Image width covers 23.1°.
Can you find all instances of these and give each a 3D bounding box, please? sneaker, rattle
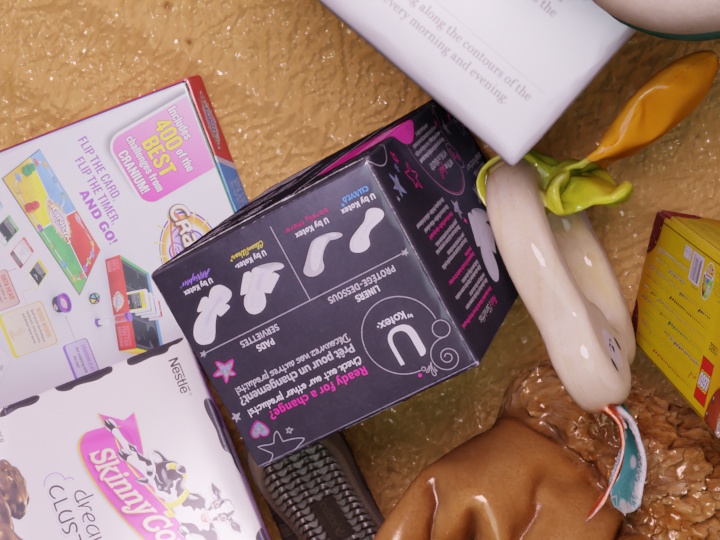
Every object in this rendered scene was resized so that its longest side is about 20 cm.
[{"bbox_3d":[-0.017,0.137,1.006,0.070,0.076,0.200,-17,130,-2],"label":"sneaker"},{"bbox_3d":[0.149,0.012,0.891,0.143,0.130,0.200,-19,54,4],"label":"rattle"}]

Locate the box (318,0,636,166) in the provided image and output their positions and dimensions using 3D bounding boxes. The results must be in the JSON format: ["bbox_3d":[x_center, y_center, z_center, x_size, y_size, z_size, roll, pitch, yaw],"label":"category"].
[{"bbox_3d":[0.060,-0.188,0.884,0.199,0.200,0.171,40,103,-3],"label":"box"}]

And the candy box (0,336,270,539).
[{"bbox_3d":[-0.153,0.153,0.949,0.200,0.072,0.168,-22,71,-6],"label":"candy box"}]

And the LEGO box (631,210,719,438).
[{"bbox_3d":[0.234,0.035,0.895,0.148,0.200,0.077,11,101,-5],"label":"LEGO box"}]

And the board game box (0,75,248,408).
[{"bbox_3d":[-0.160,-0.007,1.017,0.199,0.040,0.153,-19,97,8],"label":"board game box"}]

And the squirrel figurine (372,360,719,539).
[{"bbox_3d":[0.138,0.150,0.949,0.186,0.142,0.200,26,73,32],"label":"squirrel figurine"}]

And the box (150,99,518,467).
[{"bbox_3d":[0.000,0.000,0.914,0.132,0.200,0.115,-27,96,19],"label":"box"}]

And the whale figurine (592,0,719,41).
[{"bbox_3d":[0.120,-0.184,0.743,0.159,0.104,0.200,-45,70,9],"label":"whale figurine"}]
